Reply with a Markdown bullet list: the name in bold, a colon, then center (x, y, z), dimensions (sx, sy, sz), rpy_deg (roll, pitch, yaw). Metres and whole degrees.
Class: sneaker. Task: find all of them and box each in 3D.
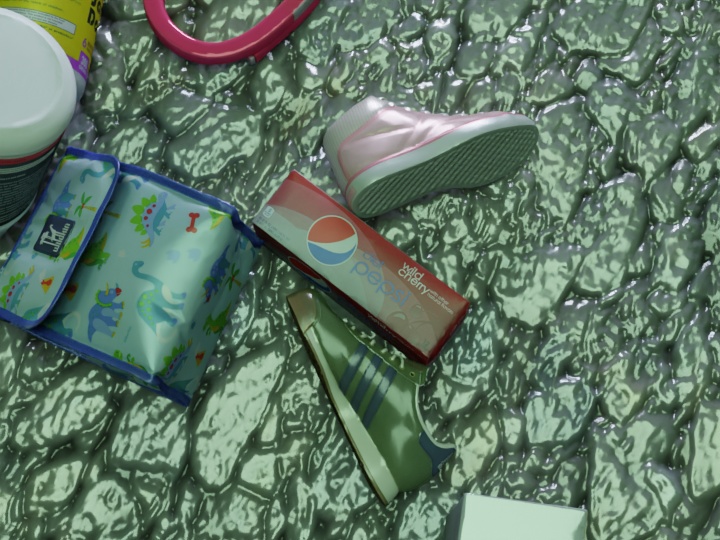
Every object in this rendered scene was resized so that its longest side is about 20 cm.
- **sneaker**: center (0.014, 0.096, 1.310), dimensions (0.089, 0.067, 0.202), rpy_deg (-25, 84, -6)
- **sneaker**: center (0.058, -0.123, 1.360), dimensions (0.199, 0.076, 0.105), rpy_deg (-19, 54, -20)

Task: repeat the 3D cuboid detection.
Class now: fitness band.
- **fitness band**: center (-0.113, -0.280, 1.419), dimensions (0.144, 0.037, 0.200), rpy_deg (43, 78, 12)

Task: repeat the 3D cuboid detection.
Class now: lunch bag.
- **lunch bag**: center (-0.212, -0.002, 1.307), dimensions (0.198, 0.128, 0.171), rpy_deg (23, 79, 19)

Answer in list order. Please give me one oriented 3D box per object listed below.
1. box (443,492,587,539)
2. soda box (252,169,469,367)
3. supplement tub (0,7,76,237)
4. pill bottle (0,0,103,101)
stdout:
- **box**: center (0.114, 0.255, 1.201), dimensions (0.096, 0.200, 0.126), rpy_deg (8, 76, 1)
- **soda box**: center (0.000, 0.000, 1.330), dimensions (0.199, 0.070, 0.064), rpy_deg (37, 79, 8)
- **supplement tub**: center (-0.330, -0.115, 1.270), dimensions (0.139, 0.200, 0.142), rpy_deg (13, 57, -21)
- **pill bottle**: center (-0.286, -0.259, 1.374), dimensions (0.103, 0.104, 0.202), rpy_deg (9, 76, 1)
